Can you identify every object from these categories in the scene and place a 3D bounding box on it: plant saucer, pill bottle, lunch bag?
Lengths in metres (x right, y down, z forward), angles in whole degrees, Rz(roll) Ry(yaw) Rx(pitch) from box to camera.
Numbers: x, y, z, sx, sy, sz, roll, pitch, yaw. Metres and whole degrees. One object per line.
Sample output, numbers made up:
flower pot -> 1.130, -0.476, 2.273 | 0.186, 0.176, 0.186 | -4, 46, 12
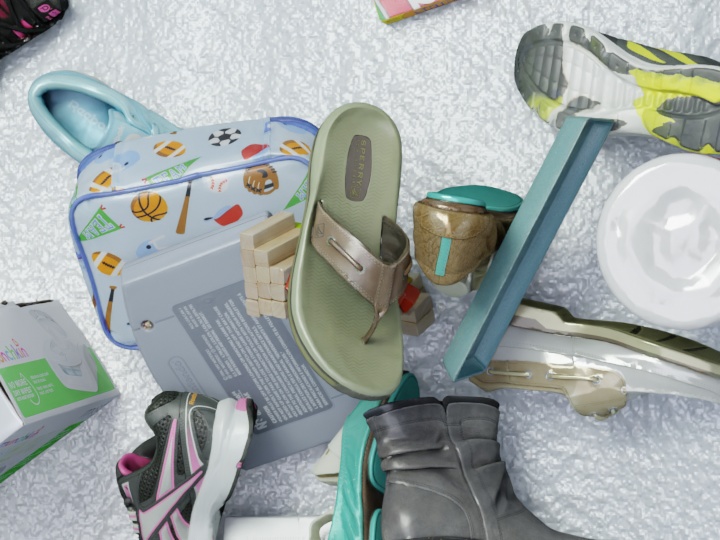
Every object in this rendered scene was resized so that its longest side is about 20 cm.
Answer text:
plant saucer -> 0.112, -0.017, 1.372 | 0.019, 0.070, 0.201 | 31, 104, 17
pill bottle -> 0.220, -0.021, 1.342 | 0.110, 0.200, 0.111 | 1, 93, 13
lunch bag -> -0.109, -0.022, 1.453 | 0.199, 0.076, 0.161 | -9, 125, 7

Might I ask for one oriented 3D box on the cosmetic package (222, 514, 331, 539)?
cosmetic package -> -0.026, 0.278, 1.454 | 0.150, 0.052, 0.201 | -3, 70, 15

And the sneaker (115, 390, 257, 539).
sneaker -> -0.139, 0.165, 1.472 | 0.086, 0.080, 0.201 | 18, 113, -2

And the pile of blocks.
pile of blocks -> 0.000, 0.000, 1.391 | 0.062, 0.200, 0.083 | 10, 91, 35

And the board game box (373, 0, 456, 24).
board game box -> 0.095, -0.254, 1.454 | 0.199, 0.030, 0.096 | -18, 88, 11

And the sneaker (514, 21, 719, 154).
sneaker -> 0.199, -0.122, 1.413 | 0.199, 0.084, 0.075 | 23, 105, 33

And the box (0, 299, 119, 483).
box -> -0.296, 0.109, 1.468 | 0.176, 0.200, 0.097 | -35, 85, 11

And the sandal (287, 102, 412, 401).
sandal -> -0.001, -0.017, 1.310 | 0.079, 0.057, 0.202 | 7, 75, -26

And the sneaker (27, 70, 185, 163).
sneaker -> -0.162, -0.083, 1.488 | 0.199, 0.082, 0.074 | 26, 99, 8

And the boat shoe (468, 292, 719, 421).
boat shoe -> 0.170, 0.070, 1.426 | 0.199, 0.075, 0.069 | 14, 96, 23

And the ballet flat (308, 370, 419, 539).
ballet flat -> -0.004, 0.163, 1.431 | 0.070, 0.067, 0.201 | -4, 65, 26

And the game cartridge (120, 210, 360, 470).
game cartridge -> -0.083, 0.054, 1.447 | 0.133, 0.041, 0.200 | -22, 126, 10

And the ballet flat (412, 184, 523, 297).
ballet flat -> 0.071, -0.019, 1.377 | 0.068, 0.200, 0.073 | 11, 96, 9

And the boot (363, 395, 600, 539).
boot -> 0.098, 0.152, 1.414 | 0.070, 0.199, 0.132 | -29, 58, 50

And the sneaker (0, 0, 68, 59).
sneaker -> -0.265, -0.200, 1.514 | 0.084, 0.077, 0.201 | 26, 99, 15
